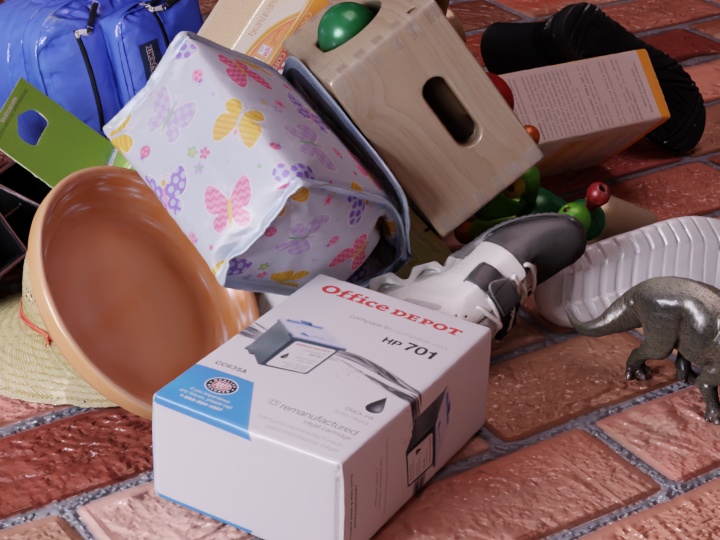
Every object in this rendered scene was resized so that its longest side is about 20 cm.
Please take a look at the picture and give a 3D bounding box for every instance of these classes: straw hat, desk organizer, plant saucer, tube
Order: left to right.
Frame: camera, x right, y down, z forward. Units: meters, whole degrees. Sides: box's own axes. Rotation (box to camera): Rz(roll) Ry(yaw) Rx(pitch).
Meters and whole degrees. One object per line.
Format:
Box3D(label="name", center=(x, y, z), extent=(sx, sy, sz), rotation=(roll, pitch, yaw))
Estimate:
Box3D(label="desk organizer", center=(-0.290, -0.037, 1.296), extent=(0.077, 0.072, 0.200), rotation=(-28, 12, 31))
Box3D(label="straw hat", center=(-0.206, 0.017, 1.215), extent=(0.201, 0.085, 0.201), rotation=(1, 28, -1))
Box3D(label="plant saucer", center=(-0.155, 0.021, 1.155), extent=(0.037, 0.200, 0.200), rotation=(-33, 7, 35))
Box3D(label="tube", center=(0.000, 0.000, 1.304), extent=(0.052, 0.058, 0.200), rotation=(1, 22, 38))

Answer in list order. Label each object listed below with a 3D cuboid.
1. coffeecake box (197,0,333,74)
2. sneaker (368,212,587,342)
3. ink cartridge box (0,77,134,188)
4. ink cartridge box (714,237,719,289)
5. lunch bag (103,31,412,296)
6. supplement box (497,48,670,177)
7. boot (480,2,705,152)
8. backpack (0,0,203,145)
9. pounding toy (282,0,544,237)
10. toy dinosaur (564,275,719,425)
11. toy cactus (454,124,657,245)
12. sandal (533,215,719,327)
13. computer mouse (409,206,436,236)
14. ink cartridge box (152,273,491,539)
Box3D(label="coffeecake box", center=(-0.042, -0.159, 1.388), extent=(0.200, 0.154, 0.073), rotation=(25, 19, -34))
Box3D(label="sneaker", center=(0.089, 0.028, 1.220), extent=(0.200, 0.074, 0.089), rotation=(-25, 47, -4))
Box3D(label="ink cartridge box", center=(-0.194, -0.101, 1.348), extent=(0.200, 0.076, 0.148), rotation=(35, 23, -16))
Box3D(label="ink cartridge box", center=(0.347, -0.026, 1.213), extent=(0.146, 0.200, 0.084), rotation=(-1, 25, -7))
Box3D(label="lunch bag", center=(-0.059, -0.074, 1.204), extent=(0.170, 0.127, 0.200), rotation=(51, 18, 27))
Box3D(label="supplement box", center=(0.159, -0.132, 1.471), extent=(0.200, 0.074, 0.126), rotation=(-13, -11, -27))
Box3D(label="boot", center=(0.229, -0.188, 1.627), extent=(0.200, 0.077, 0.168), rotation=(36, -14, -20))
Box3D(label="backpack", center=(-0.252, -0.207, 1.539), extent=(0.168, 0.163, 0.200), rotation=(5, 29, 40))
Box3D(label="pounding toy", center=(0.045, -0.158, 1.250), extent=(0.142, 0.200, 0.184), rotation=(-39, 25, -1))
Box3D(label="toy dinosaur", center=(0.242, 0.044, 1.175), extent=(0.077, 0.103, 0.200), rotation=(-21, 36, -37))
Box3D(label="toy cactus", center=(0.167, -0.055, 1.356), extent=(0.165, 0.103, 0.200), rotation=(8, -5, -19))
Box3D(label="sandal", center=(0.233, 0.004, 1.303), extent=(0.202, 0.083, 0.050), rotation=(-5, -15, -9))
Box3D(label="computer mouse", center=(-0.004, -0.022, 1.370), extent=(0.200, 0.034, 0.059), rotation=(-26, 67, -35))
Box3D(label="ink cartridge box", center=(-0.022, 0.093, 1.085), extent=(0.146, 0.086, 0.200), rotation=(17, 33, 26))
